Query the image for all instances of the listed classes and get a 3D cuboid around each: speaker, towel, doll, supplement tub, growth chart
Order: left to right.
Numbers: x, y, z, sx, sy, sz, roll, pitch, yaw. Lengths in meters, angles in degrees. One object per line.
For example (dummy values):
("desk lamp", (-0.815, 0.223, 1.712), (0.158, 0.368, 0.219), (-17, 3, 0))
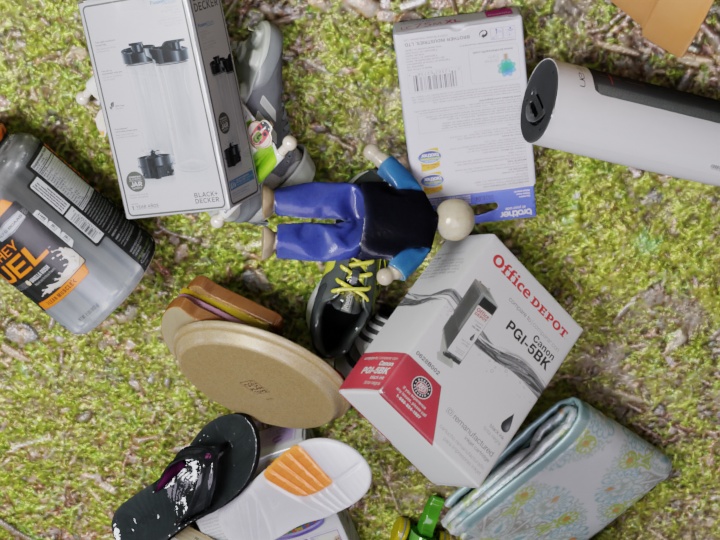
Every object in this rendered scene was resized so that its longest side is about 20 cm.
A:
("supplement tub", (-0.302, -0.044, 1.492), (0.200, 0.123, 0.123), (41, 110, -18))
("growth chart", (-0.165, -0.134, 1.457), (0.200, 0.018, 0.145), (44, 120, 7))
("doll", (0.008, -0.051, 1.469), (0.199, 0.048, 0.137), (1, 74, -6))
("towel", (0.201, 0.225, 1.639), (0.200, 0.048, 0.171), (-42, 134, 19))
("speaker", (0.249, -0.134, 1.451), (0.199, 0.081, 0.081), (11, 116, -17))

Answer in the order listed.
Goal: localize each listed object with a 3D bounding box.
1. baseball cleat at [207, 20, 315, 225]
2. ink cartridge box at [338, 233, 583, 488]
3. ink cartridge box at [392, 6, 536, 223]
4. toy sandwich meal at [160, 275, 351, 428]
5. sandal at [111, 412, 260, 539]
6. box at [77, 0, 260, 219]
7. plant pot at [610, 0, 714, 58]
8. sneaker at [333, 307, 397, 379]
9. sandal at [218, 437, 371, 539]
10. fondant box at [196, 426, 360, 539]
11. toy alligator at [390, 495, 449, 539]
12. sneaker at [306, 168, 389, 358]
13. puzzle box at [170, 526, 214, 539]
("baseball cleat", (-0.085, -0.136, 1.487), (0.106, 0.070, 0.200), (9, 119, -22))
("ink cartridge box", (0.099, 0.085, 1.514), (0.147, 0.083, 0.200), (45, 67, -20))
("ink cartridge box", (0.100, -0.141, 1.489), (0.119, 0.042, 0.201), (-7, 113, 3))
("toy sandwich meal", (-0.097, 0.083, 1.547), (0.205, 0.070, 0.205), (16, 151, 9))
("sandal", (-0.177, 0.222, 1.597), (0.200, 0.048, 0.075), (-43, 74, 16))
("box", (-0.168, -0.153, 1.407), (0.116, 0.060, 0.201), (-5, 105, 28))
("plant pot", (0.255, -0.299, 1.338), (0.140, 0.200, 0.200), (26, 115, 6))
("sneaker", (0.084, 0.109, 1.592), (0.200, 0.076, 0.115), (32, 114, -12))
("sandal", (-0.064, 0.216, 1.598), (0.206, 0.059, 0.079), (-32, 93, 36))
("fondant box", (-0.089, 0.268, 1.682), (0.144, 0.058, 0.200), (-18, 116, 9))
("toy alligator", (0.044, 0.332, 1.714), (0.059, 0.054, 0.200), (22, 114, -10))
("sneaker", (0.000, 0.000, 1.533), (0.074, 0.085, 0.200), (13, 115, -7))
("puzzle box", (-0.166, 0.338, 1.682), (0.200, 0.025, 0.133), (27, 129, 9))
